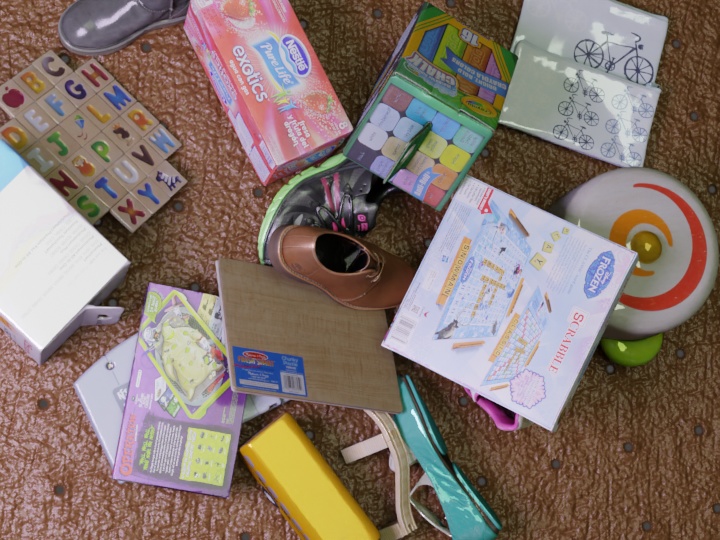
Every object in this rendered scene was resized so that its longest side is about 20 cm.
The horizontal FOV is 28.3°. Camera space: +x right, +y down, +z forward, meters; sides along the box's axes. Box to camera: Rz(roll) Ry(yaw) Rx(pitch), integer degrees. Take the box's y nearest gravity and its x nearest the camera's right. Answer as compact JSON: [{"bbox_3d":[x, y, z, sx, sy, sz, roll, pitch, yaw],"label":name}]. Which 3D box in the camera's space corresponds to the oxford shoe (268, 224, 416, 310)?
[{"bbox_3d":[0.000,0.000,1.475,0.199,0.071,0.072,16,78,-44],"label":"oxford shoe"}]

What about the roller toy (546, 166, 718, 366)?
[{"bbox_3d":[0.285,-0.017,1.551,0.200,0.140,0.183,39,74,-4],"label":"roller toy"}]

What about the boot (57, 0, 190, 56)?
[{"bbox_3d":[-0.222,-0.300,1.451,0.181,0.200,0.073,-27,87,-16],"label":"boot"}]

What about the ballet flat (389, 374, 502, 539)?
[{"bbox_3d":[0.071,0.209,1.508,0.070,0.067,0.201,-32,87,4],"label":"ballet flat"}]

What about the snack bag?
[{"bbox_3d":[0.260,-0.232,1.642,0.188,0.021,0.201,18,77,-9],"label":"snack bag"}]

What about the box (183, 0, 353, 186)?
[{"bbox_3d":[-0.100,-0.204,1.516,0.094,0.103,0.201,-26,86,-16],"label":"box"}]

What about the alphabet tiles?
[{"bbox_3d":[-0.277,-0.135,1.472,0.200,0.006,0.167,44,47,-3],"label":"alphabet tiles"}]

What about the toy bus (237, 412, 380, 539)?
[{"bbox_3d":[-0.042,0.244,1.466,0.065,0.078,0.200,-37,90,-15],"label":"toy bus"}]

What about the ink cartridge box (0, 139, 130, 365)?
[{"bbox_3d":[-0.327,-0.006,1.416,0.200,0.129,0.125,44,75,-2],"label":"ink cartridge box"}]

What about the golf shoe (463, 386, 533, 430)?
[{"bbox_3d":[0.128,0.083,1.520,0.200,0.075,0.091,50,37,0],"label":"golf shoe"}]

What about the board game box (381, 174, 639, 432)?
[{"bbox_3d":[0.153,0.033,1.468,0.199,0.041,0.201,27,89,17],"label":"board game box"}]

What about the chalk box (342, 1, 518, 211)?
[{"bbox_3d":[0.071,-0.160,1.489,0.124,0.125,0.200,29,42,-7],"label":"chalk box"}]

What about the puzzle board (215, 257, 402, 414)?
[{"bbox_3d":[-0.054,0.070,1.468,0.199,0.017,0.151,11,54,-31],"label":"puzzle board"}]

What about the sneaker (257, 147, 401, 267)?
[{"bbox_3d":[-0.026,-0.068,1.513,0.200,0.077,0.084,-39,62,-15],"label":"sneaker"}]

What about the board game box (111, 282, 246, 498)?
[{"bbox_3d":[-0.175,0.121,1.448,0.119,0.032,0.201,13,77,-15],"label":"board game box"}]

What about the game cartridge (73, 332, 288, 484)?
[{"bbox_3d":[-0.186,0.117,1.478,0.199,0.040,0.134,-25,91,-16],"label":"game cartridge"}]

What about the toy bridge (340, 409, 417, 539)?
[{"bbox_3d":[0.012,0.181,1.493,0.027,0.067,0.201,-18,84,-51],"label":"toy bridge"}]
